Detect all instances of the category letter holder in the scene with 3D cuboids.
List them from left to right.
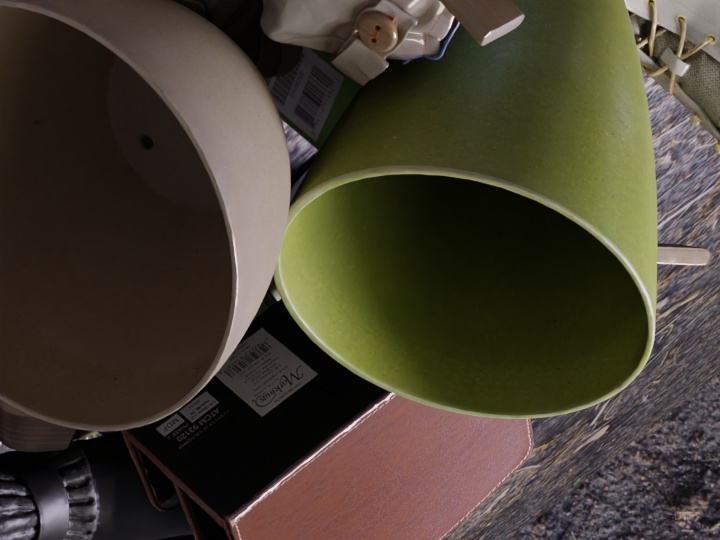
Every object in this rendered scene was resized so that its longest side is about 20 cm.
[{"bbox_3d":[-0.011,0.094,1.087,0.199,0.100,0.143,-37,138,-21],"label":"letter holder"}]

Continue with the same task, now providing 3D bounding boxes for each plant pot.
[{"bbox_3d":[-0.109,-0.047,0.903,0.134,0.200,0.201,-42,169,-52],"label":"plant pot"},{"bbox_3d":[0.070,-0.062,0.990,0.188,0.185,0.201,114,-5,-54],"label":"plant pot"}]

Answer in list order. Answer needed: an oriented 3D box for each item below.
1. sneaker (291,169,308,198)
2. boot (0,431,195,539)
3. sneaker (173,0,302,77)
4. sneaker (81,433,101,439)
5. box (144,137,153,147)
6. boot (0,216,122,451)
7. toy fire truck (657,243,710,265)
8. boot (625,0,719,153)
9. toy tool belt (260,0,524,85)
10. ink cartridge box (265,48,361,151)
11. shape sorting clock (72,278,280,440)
[{"bbox_3d":[0.020,-0.060,1.362,0.199,0.071,0.073,-38,163,-19],"label":"sneaker"},{"bbox_3d":[-0.164,0.127,1.156,0.210,0.080,0.157,-23,160,38],"label":"boot"},{"bbox_3d":[-0.077,-0.150,0.952,0.075,0.071,0.200,-23,155,-7],"label":"sneaker"},{"bbox_3d":[-0.143,0.096,1.383,0.200,0.070,0.099,-43,167,30],"label":"sneaker"},{"bbox_3d":[-0.162,-0.010,1.104,0.199,0.049,0.160,-30,161,-39],"label":"box"},{"bbox_3d":[-0.111,0.025,1.055,0.199,0.070,0.147,-11,135,-42],"label":"boot"},{"bbox_3d":[0.110,-0.056,1.269,0.128,0.201,0.176,-37,-159,1],"label":"toy fire truck"},{"bbox_3d":[0.178,-0.135,1.173,0.199,0.155,0.072,-19,155,-50],"label":"boot"},{"bbox_3d":[0.038,-0.166,0.930,0.200,0.122,0.126,-59,161,-51],"label":"toy tool belt"},{"bbox_3d":[0.038,-0.172,1.126,0.200,0.076,0.148,-41,166,-40],"label":"ink cartridge box"},{"bbox_3d":[-0.115,0.044,1.207,0.199,0.039,0.200,-30,162,-11],"label":"shape sorting clock"}]
